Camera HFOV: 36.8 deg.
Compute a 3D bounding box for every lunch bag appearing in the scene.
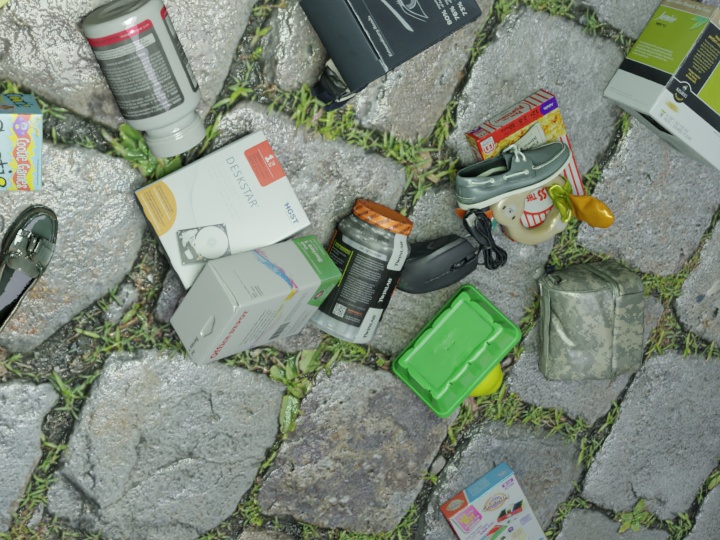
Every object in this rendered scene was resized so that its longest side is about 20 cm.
[{"bbox_3d":[0.388,0.088,1.872,0.167,0.139,0.201,-11,115,-21],"label":"lunch bag"}]

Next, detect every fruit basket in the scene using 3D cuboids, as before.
[{"bbox_3d":[0.169,0.143,1.819,0.216,0.155,0.216,-43,165,-14],"label":"fruit basket"}]

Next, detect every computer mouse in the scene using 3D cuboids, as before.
[{"bbox_3d":[0.125,-0.012,1.710,0.199,0.053,0.139,-19,134,16],"label":"computer mouse"}]

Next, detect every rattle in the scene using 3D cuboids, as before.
[{"bbox_3d":[0.269,-0.075,1.697,0.199,0.143,0.131,-8,134,-27],"label":"rattle"}]

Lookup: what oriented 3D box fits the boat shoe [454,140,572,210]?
[{"bbox_3d":[0.237,-0.160,1.680,0.199,0.073,0.062,-25,124,-6],"label":"boat shoe"}]

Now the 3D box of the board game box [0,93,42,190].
[{"bbox_3d":[-0.511,-0.163,1.369,0.199,0.105,0.104,-2,113,-23],"label":"board game box"}]

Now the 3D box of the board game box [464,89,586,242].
[{"bbox_3d":[0.272,-0.169,1.761,0.151,0.046,0.201,-31,121,-9],"label":"board game box"}]

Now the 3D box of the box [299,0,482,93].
[{"bbox_3d":[0.042,-0.360,1.480,0.200,0.104,0.148,-34,98,-29],"label":"box"}]

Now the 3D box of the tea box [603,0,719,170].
[{"bbox_3d":[0.548,-0.309,1.776,0.199,0.134,0.197,29,98,-32],"label":"tea box"}]

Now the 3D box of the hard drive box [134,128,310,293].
[{"bbox_3d":[-0.195,-0.083,1.528,0.199,0.077,0.156,-29,90,-12],"label":"hard drive box"}]

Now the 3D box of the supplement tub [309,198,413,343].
[{"bbox_3d":[0.000,0.000,1.665,0.122,0.123,0.201,16,105,-29],"label":"supplement tub"}]

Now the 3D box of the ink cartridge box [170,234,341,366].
[{"bbox_3d":[-0.146,0.040,1.512,0.199,0.084,0.145,-16,153,-45],"label":"ink cartridge box"}]

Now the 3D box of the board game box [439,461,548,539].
[{"bbox_3d":[0.254,0.478,2.039,0.153,0.040,0.201,-33,121,-8],"label":"board game box"}]

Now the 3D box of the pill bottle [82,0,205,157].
[{"bbox_3d":[-0.278,-0.256,1.432,0.110,0.111,0.201,-27,120,-12],"label":"pill bottle"}]

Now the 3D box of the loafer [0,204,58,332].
[{"bbox_3d":[-0.470,0.008,1.487,0.072,0.063,0.201,25,100,-31],"label":"loafer"}]

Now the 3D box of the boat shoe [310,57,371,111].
[{"bbox_3d":[0.005,-0.309,1.572,0.200,0.093,0.075,-40,90,-31],"label":"boat shoe"}]

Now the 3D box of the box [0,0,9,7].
[{"bbox_3d":[-0.422,-0.397,1.340,0.200,0.050,0.075,-40,122,-3],"label":"box"}]
